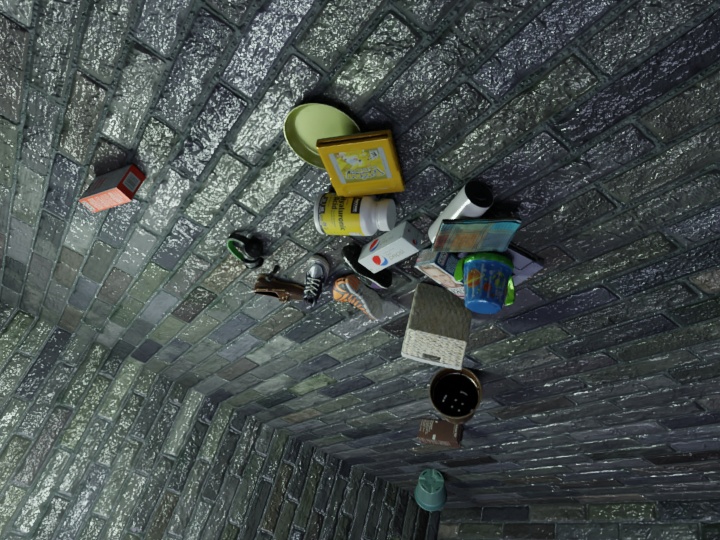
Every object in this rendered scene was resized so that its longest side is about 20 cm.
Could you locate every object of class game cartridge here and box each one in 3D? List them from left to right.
[{"bbox_3d":[0.005,-0.247,1.309,0.175,0.033,0.200,-5,149,13],"label":"game cartridge"},{"bbox_3d":[0.379,-0.030,1.497,0.199,0.039,0.130,25,142,-11],"label":"game cartridge"}]

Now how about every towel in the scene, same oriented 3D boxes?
[{"bbox_3d":[0.283,-0.084,1.358,0.198,0.022,0.147,-2,151,-7],"label":"towel"}]

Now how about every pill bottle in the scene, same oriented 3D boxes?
[{"bbox_3d":[-0.013,-0.147,1.438,0.198,0.112,0.112,3,144,20],"label":"pill bottle"}]

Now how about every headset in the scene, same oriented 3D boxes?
[{"bbox_3d":[-0.352,-0.040,1.768,0.199,0.094,0.124,26,148,9],"label":"headset"}]

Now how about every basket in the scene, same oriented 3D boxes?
[{"bbox_3d":[0.244,0.168,1.704,0.197,0.201,0.161,12,141,8],"label":"basket"}]

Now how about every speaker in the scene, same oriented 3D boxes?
[{"bbox_3d":[0.246,-0.134,1.364,0.081,0.082,0.200,23,147,-8],"label":"speaker"}]

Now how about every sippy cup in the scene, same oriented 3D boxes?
[{"bbox_3d":[0.330,0.040,1.451,0.176,0.131,0.140,9,159,6],"label":"sippy cup"}]

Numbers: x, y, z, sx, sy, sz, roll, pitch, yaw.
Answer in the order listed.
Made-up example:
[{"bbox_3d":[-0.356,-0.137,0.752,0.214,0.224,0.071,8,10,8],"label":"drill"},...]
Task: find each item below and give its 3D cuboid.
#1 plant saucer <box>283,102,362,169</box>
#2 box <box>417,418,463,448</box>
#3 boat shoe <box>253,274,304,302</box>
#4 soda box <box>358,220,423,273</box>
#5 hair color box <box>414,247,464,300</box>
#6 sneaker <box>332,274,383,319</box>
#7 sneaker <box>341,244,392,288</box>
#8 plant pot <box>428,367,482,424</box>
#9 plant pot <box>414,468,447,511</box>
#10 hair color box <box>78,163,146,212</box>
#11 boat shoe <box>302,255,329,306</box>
[{"bbox_3d":[-0.082,-0.319,1.296,0.198,0.031,0.201,12,146,8],"label":"plant saucer"},{"bbox_3d":[0.375,0.764,2.583,0.199,0.101,0.075,-2,142,27],"label":"box"},{"bbox_3d":[-0.276,0.079,1.928,0.198,0.071,0.071,14,146,3],"label":"boat shoe"},{"bbox_3d":[0.083,-0.064,1.558,0.068,0.064,0.200,35,142,-23],"label":"soda box"},{"bbox_3d":[0.262,0.010,1.562,0.199,0.061,0.100,33,160,-22],"label":"hair color box"},{"bbox_3d":[-0.014,0.091,1.830,0.112,0.078,0.200,-13,125,44],"label":"sneaker"},{"bbox_3d":[0.000,0.000,1.684,0.200,0.076,0.087,39,147,-29],"label":"sneaker"},{"bbox_3d":[0.371,0.499,2.136,0.199,0.202,0.199,7,153,15],"label":"plant pot"},{"bbox_3d":[0.417,1.284,3.248,0.199,0.201,0.197,8,138,14],"label":"plant pot"},{"bbox_3d":[-0.745,-0.245,1.650,0.199,0.102,0.061,-6,140,34],"label":"hair color box"},{"bbox_3d":[-0.148,0.040,1.789,0.074,0.093,0.201,14,147,5],"label":"boat shoe"}]
